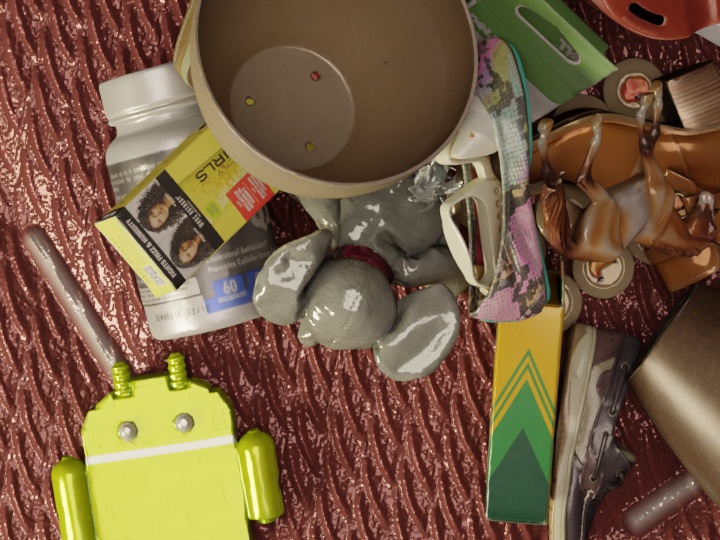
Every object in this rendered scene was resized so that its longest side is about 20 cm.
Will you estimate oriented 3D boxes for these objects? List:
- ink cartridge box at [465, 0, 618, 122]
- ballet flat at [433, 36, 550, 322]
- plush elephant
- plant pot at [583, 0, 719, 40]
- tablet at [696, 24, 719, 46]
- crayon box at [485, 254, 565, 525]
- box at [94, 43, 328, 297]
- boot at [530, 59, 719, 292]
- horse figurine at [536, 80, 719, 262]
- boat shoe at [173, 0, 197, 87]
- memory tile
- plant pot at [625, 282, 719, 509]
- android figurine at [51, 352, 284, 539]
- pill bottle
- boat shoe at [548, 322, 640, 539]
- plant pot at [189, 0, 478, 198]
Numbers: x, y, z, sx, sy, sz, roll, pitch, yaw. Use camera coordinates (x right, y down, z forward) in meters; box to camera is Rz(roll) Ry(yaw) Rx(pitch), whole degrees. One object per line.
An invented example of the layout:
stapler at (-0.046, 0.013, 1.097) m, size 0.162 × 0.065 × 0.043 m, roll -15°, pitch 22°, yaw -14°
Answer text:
ink cartridge box at (0.109, -0.164, 1.585) m, size 0.104 × 0.200 × 0.059 m, roll 42°, pitch 60°, yaw -11°
ballet flat at (0.087, -0.060, 1.525) m, size 0.071 × 0.069 × 0.202 m, roll -11°, pitch 99°, yaw -24°
plush elephant at (0.000, 0.000, 1.615) m, size 0.164 × 0.200 × 0.156 m, roll 34°, pitch 75°, yaw -8°
plant pot at (0.191, -0.270, 1.548) m, size 0.199 × 0.195 × 0.202 m, roll -10°, pitch 121°, yaw -17°
tablet at (0.286, -0.246, 1.691) m, size 0.199 × 0.014 × 0.131 m, roll 29°, pitch 95°, yaw -1°
crayon box at (0.126, 0.078, 1.653) m, size 0.050 × 0.127 × 0.202 m, roll 5°, pitch 100°, yaw 4°
box at (-0.097, -0.074, 1.589) m, size 0.200 × 0.050 × 0.075 m, roll -45°, pitch 103°, yaw -23°
boot at (0.210, -0.057, 1.669) m, size 0.198 × 0.077 × 0.157 m, roll -21°, pitch 98°, yaw -4°
horse figurine at (0.185, -0.056, 1.568) m, size 0.050 × 0.199 × 0.134 m, roll 9°, pitch 112°, yaw 42°
boat shoe at (-0.091, -0.230, 1.615) m, size 0.076 × 0.072 × 0.201 m, roll 27°, pitch 82°, yaw 25°
memory tile at (0.183, -0.057, 1.706) m, size 0.199 × 0.017 × 0.154 m, roll -34°, pitch 93°, yaw 3°
plant pot at (0.307, 0.106, 1.642) m, size 0.199 × 0.187 × 0.188 m, roll 37°, pitch 94°, yaw 4°
android figurine at (-0.153, 0.166, 1.720) m, size 0.180 × 0.041 × 0.202 m, roll -7°, pitch 96°, yaw 2°
pill bottle at (-0.130, -0.057, 1.664) m, size 0.113 × 0.114 × 0.202 m, roll -14°, pitch 95°, yaw 2°
boat shoe at (0.183, 0.144, 1.696) m, size 0.064 × 0.072 × 0.202 m, roll 5°, pitch 89°, yaw 6°
plant pot at (-0.033, -0.134, 1.519) m, size 0.198 × 0.134 × 0.202 m, roll 5°, pitch 73°, yaw -16°
